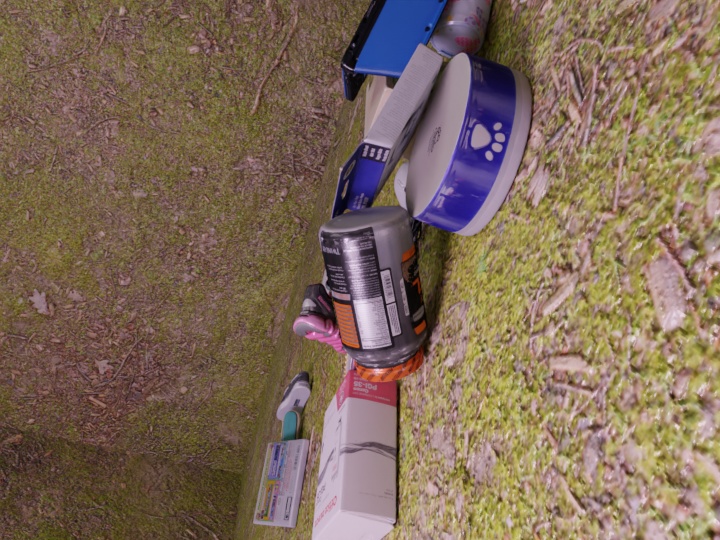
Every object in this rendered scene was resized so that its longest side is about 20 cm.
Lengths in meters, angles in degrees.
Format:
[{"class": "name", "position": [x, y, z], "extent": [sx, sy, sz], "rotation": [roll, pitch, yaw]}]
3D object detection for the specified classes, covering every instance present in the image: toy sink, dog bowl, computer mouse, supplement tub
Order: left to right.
[{"class": "supplement tub", "position": [0.021, 0.029, 0.727], "extent": [0.123, 0.118, 0.207], "rotation": [-116, 14, -73]}, {"class": "computer mouse", "position": [0.083, -0.135, 0.949], "extent": [0.202, 0.042, 0.112], "rotation": [-99, 26, -62]}, {"class": "toy sink", "position": [0.083, -0.289, 0.930], "extent": [0.204, 0.126, 0.114], "rotation": [-86, 16, -46]}, {"class": "dog bowl", "position": [0.124, -0.151, 0.686], "extent": [0.200, 0.076, 0.207], "rotation": [-166, 89, -79]}]

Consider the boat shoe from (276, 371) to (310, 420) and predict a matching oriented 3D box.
[{"class": "boat shoe", "position": [-0.195, 0.370, 1.649], "extent": [0.069, 0.070, 0.203], "rotation": [-91, 21, -47]}]

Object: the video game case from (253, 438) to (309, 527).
[{"class": "video game case", "position": [-0.203, 0.542, 1.436], "extent": [0.180, 0.022, 0.206], "rotation": [-23, 50, 46]}]

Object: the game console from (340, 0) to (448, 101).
[{"class": "game console", "position": [0.062, -0.355, 0.839], "extent": [0.205, 0.116, 0.171], "rotation": [-63, -6, -7]}]

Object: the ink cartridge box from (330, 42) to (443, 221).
[{"class": "ink cartridge box", "position": [0.029, -0.156, 0.737], "extent": [0.203, 0.040, 0.200], "rotation": [-60, -2, -17]}]

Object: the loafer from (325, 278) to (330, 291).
[{"class": "loafer", "position": [0.000, 0.000, 0.960], "extent": [0.199, 0.070, 0.065], "rotation": [-13, -55, -67]}]

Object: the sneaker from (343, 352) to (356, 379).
[{"class": "sneaker", "position": [0.024, 0.104, 0.865], "extent": [0.075, 0.087, 0.207], "rotation": [-79, -5, -73]}]

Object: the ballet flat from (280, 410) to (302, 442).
[{"class": "ballet flat", "position": [-0.197, 0.496, 1.559], "extent": [0.070, 0.067, 0.206], "rotation": [125, 158, -59]}]

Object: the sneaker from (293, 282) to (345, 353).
[{"class": "sneaker", "position": [-0.032, 0.081, 0.952], "extent": [0.077, 0.199, 0.099], "rotation": [-12, 62, 31]}]

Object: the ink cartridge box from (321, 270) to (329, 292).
[{"class": "ink cartridge box", "position": [-0.040, 0.052, 1.232], "extent": [0.201, 0.081, 0.150], "rotation": [-104, 30, -67]}]

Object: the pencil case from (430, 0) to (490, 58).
[{"class": "pencil case", "position": [0.156, -0.427, 0.839], "extent": [0.090, 0.081, 0.207], "rotation": [-7, 69, 54]}]

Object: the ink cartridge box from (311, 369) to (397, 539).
[{"class": "ink cartridge box", "position": [-0.006, 0.273, 0.805], "extent": [0.148, 0.080, 0.204], "rotation": [117, 163, -46]}]
